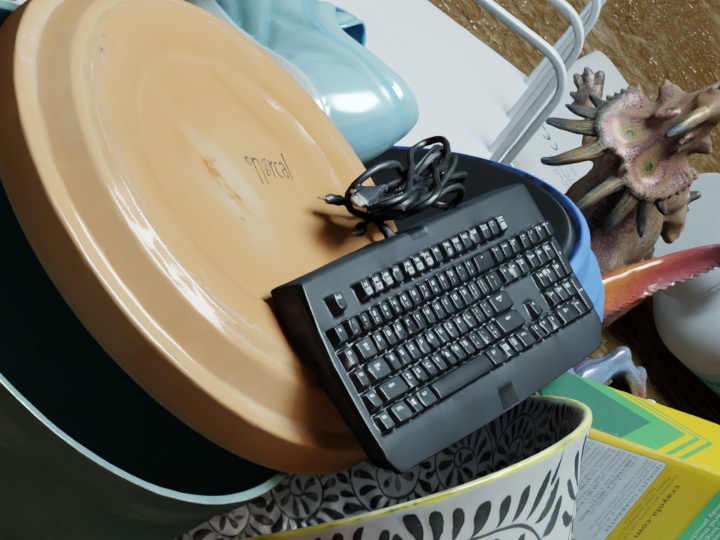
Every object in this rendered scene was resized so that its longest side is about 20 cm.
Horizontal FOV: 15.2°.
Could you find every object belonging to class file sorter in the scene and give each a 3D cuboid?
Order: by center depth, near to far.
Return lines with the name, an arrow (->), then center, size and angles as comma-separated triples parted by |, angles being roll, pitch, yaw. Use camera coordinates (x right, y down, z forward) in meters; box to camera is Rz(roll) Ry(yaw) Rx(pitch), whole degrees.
file sorter -> 0.043, -0.130, 1.351 | 0.139, 0.125, 0.200 | 36, 31, -4

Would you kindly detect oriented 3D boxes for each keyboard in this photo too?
keyboard -> 0.035, 0.000, 0.965 | 0.104, 0.040, 0.200 | 56, 27, 4

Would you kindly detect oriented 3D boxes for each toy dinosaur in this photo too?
toy dinosaur -> 0.037, 0.022, 1.174 | 0.181, 0.200, 0.105 | 25, 14, -39
toy dinosaur -> 0.120, -0.021, 1.336 | 0.086, 0.200, 0.136 | 21, 15, 6

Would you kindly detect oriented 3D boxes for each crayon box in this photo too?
crayon box -> 0.097, 0.116, 1.169 | 0.200, 0.126, 0.052 | 21, 24, -45

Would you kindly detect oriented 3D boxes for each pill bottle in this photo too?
pill bottle -> 0.235, 0.030, 1.475 | 0.200, 0.111, 0.111 | 40, 30, -33

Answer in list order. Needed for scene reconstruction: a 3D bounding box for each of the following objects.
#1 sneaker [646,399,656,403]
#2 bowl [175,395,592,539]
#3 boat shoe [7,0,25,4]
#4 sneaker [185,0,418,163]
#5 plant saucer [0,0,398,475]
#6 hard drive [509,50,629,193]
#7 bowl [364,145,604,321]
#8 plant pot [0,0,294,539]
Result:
sneaker -> 0.109, 0.099, 1.266 | 0.200, 0.079, 0.078 | 4, 55, -52
bowl -> -0.002, 0.117, 1.007 | 0.201, 0.201, 0.094 | -23, 102, -61
boat shoe -> -0.141, -0.083, 1.115 | 0.200, 0.071, 0.069 | 27, 36, -54
sneaker -> -0.044, -0.096, 1.199 | 0.082, 0.074, 0.200 | -14, 39, -27
plant saucer -> -0.046, -0.022, 0.942 | 0.200, 0.032, 0.200 | 39, 30, -28
hard drive -> 0.132, -0.050, 1.519 | 0.132, 0.026, 0.200 | 54, 28, 3
bowl -> 0.000, 0.000, 1.115 | 0.201, 0.201, 0.039 | -58, 149, -60
plant pot -> -0.132, 0.025, 0.931 | 0.200, 0.134, 0.200 | 37, 31, -28
